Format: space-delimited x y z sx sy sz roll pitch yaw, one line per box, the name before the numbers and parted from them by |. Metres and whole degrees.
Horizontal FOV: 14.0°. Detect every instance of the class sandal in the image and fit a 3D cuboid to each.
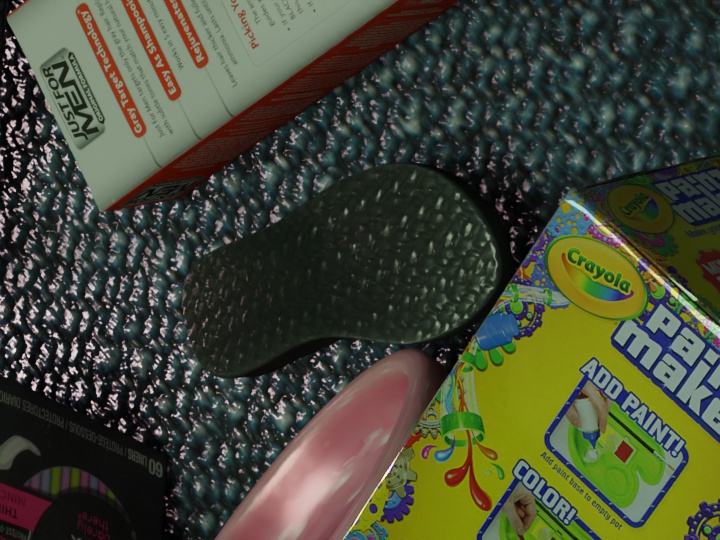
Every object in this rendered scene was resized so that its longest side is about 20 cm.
sandal | -0.001 -0.001 1.245 0.200 0.048 0.076 -14 84 49

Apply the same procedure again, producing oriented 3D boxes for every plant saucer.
plant saucer | -0.019 0.125 1.200 0.051 0.201 0.201 38 121 -10

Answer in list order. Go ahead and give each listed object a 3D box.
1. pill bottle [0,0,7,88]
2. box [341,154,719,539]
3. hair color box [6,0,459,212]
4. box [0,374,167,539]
pill bottle | -0.219 -0.096 1.332 0.113 0.114 0.201 14 106 32
box | 0.118 0.067 1.075 0.122 0.200 0.193 43 120 21
hair color box | -0.050 -0.117 1.245 0.200 0.061 0.102 -32 80 33
box | -0.166 0.165 1.289 0.106 0.122 0.201 -16 60 35
